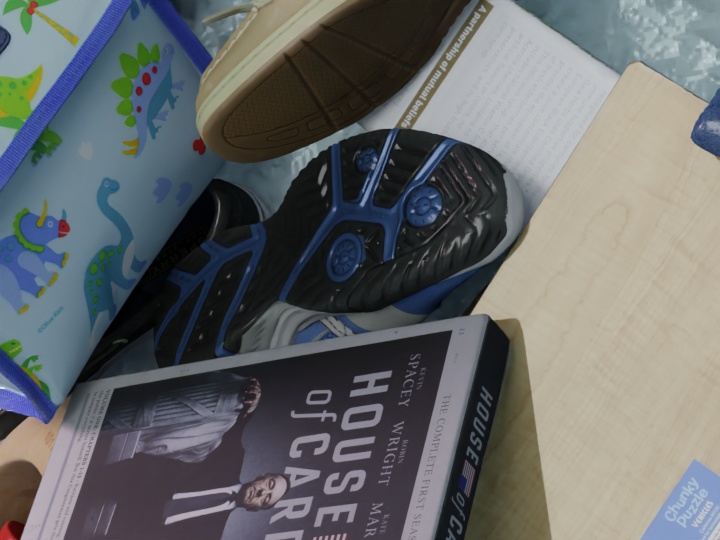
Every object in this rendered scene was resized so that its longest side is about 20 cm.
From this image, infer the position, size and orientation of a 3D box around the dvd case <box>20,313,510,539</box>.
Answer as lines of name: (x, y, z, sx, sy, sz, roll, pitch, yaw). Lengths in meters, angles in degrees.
dvd case: (-0.046, 0.094, 0.946, 0.200, 0.025, 0.150, -12, 45, 31)

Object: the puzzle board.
puzzle board: (0.113, 0.043, 0.944, 0.151, 0.017, 0.200, 34, 98, 16)

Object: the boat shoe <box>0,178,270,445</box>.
boat shoe: (-0.132, 0.019, 1.108, 0.200, 0.057, 0.069, -34, 70, 7)

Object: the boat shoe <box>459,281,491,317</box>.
boat shoe: (0.035, 0.087, 1.033, 0.200, 0.073, 0.065, -54, 39, 17)

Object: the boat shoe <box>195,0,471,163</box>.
boat shoe: (0.007, -0.124, 0.991, 0.200, 0.073, 0.063, -41, 60, 1)

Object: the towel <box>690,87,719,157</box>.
towel: (0.230, -0.044, 0.914, 0.200, 0.112, 0.049, 26, 131, 9)

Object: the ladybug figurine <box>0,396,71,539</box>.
ladybug figurine: (-0.140, 0.151, 1.085, 0.200, 0.072, 0.136, -58, 35, 12)

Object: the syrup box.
syrup box: (0.071, -0.058, 1.028, 0.200, 0.079, 0.081, 39, 98, 25)

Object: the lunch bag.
lunch bag: (-0.162, -0.065, 1.009, 0.127, 0.200, 0.170, 9, 57, 44)

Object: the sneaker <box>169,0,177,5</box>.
sneaker: (-0.151, -0.106, 1.153, 0.200, 0.076, 0.081, -51, 42, 14)

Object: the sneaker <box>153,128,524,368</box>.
sneaker: (0.000, 0.000, 1.023, 0.200, 0.077, 0.076, -24, 56, 45)
